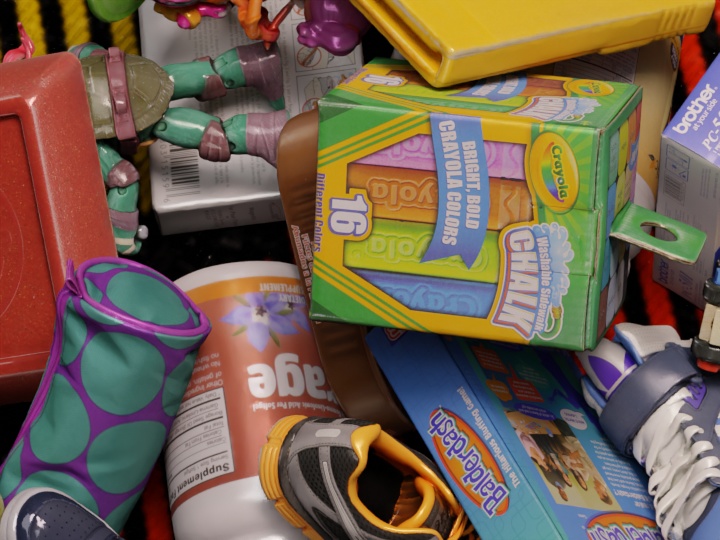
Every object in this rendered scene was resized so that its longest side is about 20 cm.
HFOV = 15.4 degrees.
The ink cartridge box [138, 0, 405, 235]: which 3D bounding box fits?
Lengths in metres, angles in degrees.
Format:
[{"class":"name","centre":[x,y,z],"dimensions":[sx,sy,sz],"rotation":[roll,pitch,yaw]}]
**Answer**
[{"class":"ink cartridge box","centre":[-0.050,-0.129,1.682],"dimensions":[0.173,0.044,0.201],"rotation":[-6,66,1]}]

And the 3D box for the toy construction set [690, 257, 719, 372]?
[{"class":"toy construction set","centre":[0.260,0.025,1.511],"dimensions":[0.130,0.200,0.093],"rotation":[13,90,11]}]

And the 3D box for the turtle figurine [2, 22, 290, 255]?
[{"class":"turtle figurine","centre":[-0.142,-0.086,1.601],"dimensions":[0.199,0.101,0.150],"rotation":[-7,67,-3]}]

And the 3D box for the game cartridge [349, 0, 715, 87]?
[{"class":"game cartridge","centre":[0.074,-0.177,1.500],"dimensions":[0.199,0.033,0.176],"rotation":[-12,47,-36]}]

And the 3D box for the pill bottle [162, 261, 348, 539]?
[{"class":"pill bottle","centre":[-0.058,0.105,1.543],"dimensions":[0.112,0.112,0.201],"rotation":[-10,67,0]}]

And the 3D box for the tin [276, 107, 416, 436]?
[{"class":"tin","centre":[0.000,0.000,1.563],"dimensions":[0.042,0.112,0.201],"rotation":[-17,82,25]}]

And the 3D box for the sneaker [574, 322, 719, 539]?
[{"class":"sneaker","centre":[0.170,0.100,1.490],"dimensions":[0.146,0.200,0.081],"rotation":[36,116,0]}]

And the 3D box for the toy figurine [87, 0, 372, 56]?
[{"class":"toy figurine","centre":[-0.033,-0.187,1.587],"dimensions":[0.184,0.150,0.200],"rotation":[29,58,20]}]

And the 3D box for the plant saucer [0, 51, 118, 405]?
[{"class":"plant saucer","centre":[-0.243,-0.014,1.574],"dimensions":[0.199,0.037,0.201],"rotation":[-9,96,19]}]

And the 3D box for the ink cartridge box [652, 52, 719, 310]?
[{"class":"ink cartridge box","centre":[0.213,-0.060,1.544],"dimensions":[0.044,0.200,0.094],"rotation":[32,72,16]}]

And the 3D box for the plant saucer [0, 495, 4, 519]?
[{"class":"plant saucer","centre":[-0.284,0.113,1.540],"dimensions":[0.048,0.200,0.200],"rotation":[-7,64,-47]}]

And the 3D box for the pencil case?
[{"class":"pencil case","centre":[-0.160,0.091,1.514],"dimensions":[0.092,0.201,0.085],"rotation":[18,24,-18]}]

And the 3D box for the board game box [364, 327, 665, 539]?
[{"class":"board game box","centre":[0.103,0.111,1.496],"dimensions":[0.045,0.152,0.200],"rotation":[-45,57,22]}]

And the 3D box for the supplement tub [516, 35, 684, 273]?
[{"class":"supplement tub","centre":[0.111,-0.082,1.587],"dimensions":[0.144,0.145,0.201],"rotation":[8,64,8]}]

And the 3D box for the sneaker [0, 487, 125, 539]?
[{"class":"sneaker","centre":[-0.107,0.193,1.452],"dimensions":[0.200,0.108,0.070],"rotation":[54,53,-18]}]

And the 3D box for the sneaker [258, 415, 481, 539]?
[{"class":"sneaker","centre":[0.034,0.149,1.471],"dimensions":[0.200,0.077,0.079],"rotation":[38,58,-24]}]

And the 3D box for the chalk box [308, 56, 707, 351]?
[{"class":"chalk box","centre":[0.084,-0.035,1.423],"dimensions":[0.199,0.125,0.125],"rotation":[6,106,13]}]
